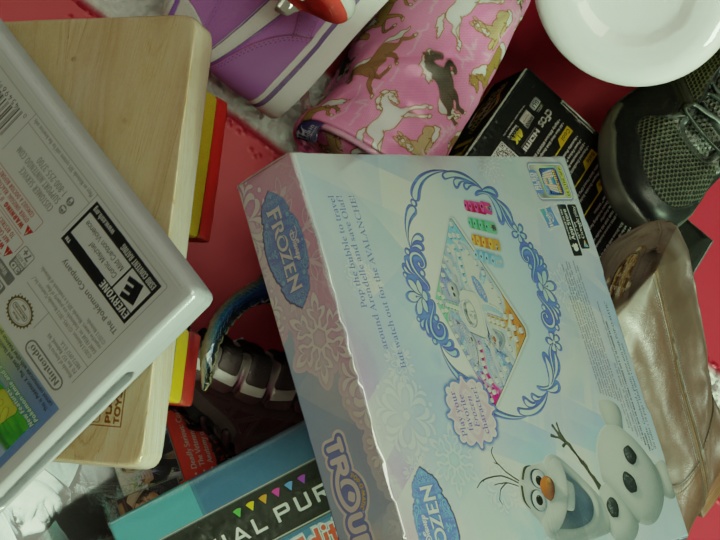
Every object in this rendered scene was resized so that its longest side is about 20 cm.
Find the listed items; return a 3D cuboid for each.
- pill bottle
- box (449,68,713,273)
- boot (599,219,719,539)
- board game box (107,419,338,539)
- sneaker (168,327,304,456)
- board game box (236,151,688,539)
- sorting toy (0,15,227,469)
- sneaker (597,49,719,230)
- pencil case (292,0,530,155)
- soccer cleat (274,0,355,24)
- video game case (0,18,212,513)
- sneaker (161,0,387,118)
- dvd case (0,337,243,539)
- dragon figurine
[{"bbox_3d":[0.168,-0.181,0.902,0.112,0.112,0.200,53,26,-6],"label":"pill bottle"},{"bbox_3d":[0.092,0.010,0.918,0.159,0.049,0.201,40,69,-14],"label":"box"},{"bbox_3d":[0.141,0.095,0.857,0.187,0.064,0.201,-56,143,-33],"label":"boot"},{"bbox_3d":[-0.007,0.174,0.737,0.150,0.047,0.201,-27,77,-1],"label":"board game box"},{"bbox_3d":[-0.058,0.098,0.810,0.198,0.076,0.117,16,91,-8],"label":"sneaker"},{"bbox_3d":[0.052,0.046,0.729,0.198,0.043,0.202,-2,71,-48],"label":"board game box"},{"bbox_3d":[-0.161,-0.012,0.760,0.197,0.070,0.202,2,79,22],"label":"sorting toy"},{"bbox_3d":[0.211,-0.100,0.919,0.076,0.114,0.199,50,48,-6],"label":"sneaker"},{"bbox_3d":[0.037,-0.131,0.900,0.086,0.083,0.201,33,71,-10],"label":"pencil case"},{"bbox_3d":[-0.057,-0.214,0.792,0.085,0.069,0.200,-41,93,-13],"label":"soccer cleat"},{"bbox_3d":[-0.185,0.003,0.717,0.182,0.022,0.200,-44,67,8],"label":"video game case"},{"bbox_3d":[-0.025,-0.190,0.848,0.114,0.073,0.201,39,97,-19],"label":"sneaker"},{"bbox_3d":[-0.126,0.135,0.823,0.198,0.022,0.147,-19,89,-25],"label":"dvd case"},{"bbox_3d":[0.000,0.000,0.792,0.098,0.059,0.200,18,30,17],"label":"dragon figurine"}]
